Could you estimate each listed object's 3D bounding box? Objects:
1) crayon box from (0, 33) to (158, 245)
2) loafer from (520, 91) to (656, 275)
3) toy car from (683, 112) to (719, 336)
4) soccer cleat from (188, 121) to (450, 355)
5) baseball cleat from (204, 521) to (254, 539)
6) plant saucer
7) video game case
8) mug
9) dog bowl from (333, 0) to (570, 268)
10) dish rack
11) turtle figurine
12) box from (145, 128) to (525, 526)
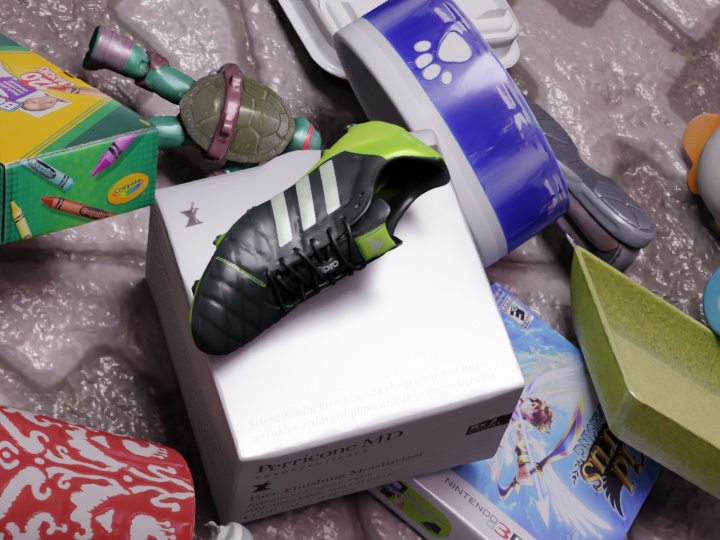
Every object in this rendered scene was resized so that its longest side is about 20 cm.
[{"bbox_3d":[-0.236,-0.090,1.531,0.118,0.059,0.200,-18,35,-38],"label":"crayon box"},{"bbox_3d":[0.140,-0.071,1.814,0.200,0.063,0.072,47,27,27],"label":"loafer"},{"bbox_3d":[0.323,-0.047,1.880,0.184,0.178,0.200,5,28,-44],"label":"toy car"},{"bbox_3d":[-0.026,-0.019,1.466,0.081,0.068,0.200,23,59,40],"label":"soccer cleat"},{"bbox_3d":[-0.085,0.260,1.466,0.106,0.070,0.201,31,58,-19],"label":"baseball cleat"},{"bbox_3d":[0.234,0.094,1.715,0.199,0.048,0.200,31,23,-23],"label":"plant saucer"},{"bbox_3d":[0.116,0.131,1.679,0.181,0.045,0.200,40,48,-4],"label":"video game case"},{"bbox_3d":[-0.219,0.161,1.426,0.199,0.178,0.133,13,18,-29],"label":"mug"},{"bbox_3d":[0.065,-0.104,1.694,0.079,0.200,0.201,-32,78,-4],"label":"dog bowl"},{"bbox_3d":[0.025,-0.227,1.843,0.199,0.044,0.172,-9,57,-34],"label":"dish rack"},{"bbox_3d":[-0.103,-0.100,1.666,0.199,0.101,0.150,18,53,-14],"label":"turtle figurine"},{"bbox_3d":[-0.022,0.037,1.558,0.198,0.131,0.201,-14,66,-13],"label":"box"}]
